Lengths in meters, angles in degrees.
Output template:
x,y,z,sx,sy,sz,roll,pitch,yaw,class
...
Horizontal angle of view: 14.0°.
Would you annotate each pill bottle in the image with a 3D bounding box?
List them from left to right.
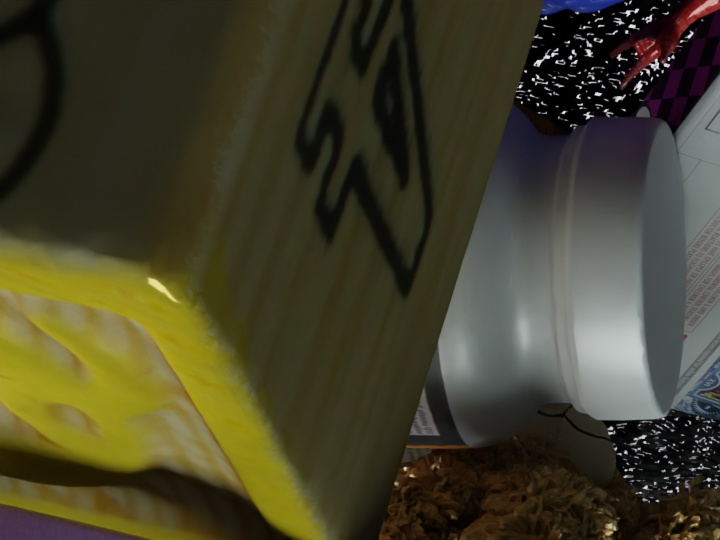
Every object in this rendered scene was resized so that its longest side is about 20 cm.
x,y,z,sx,sy,sz,roll,pitch,yaw,class
0.000,0.000,0.942,0.199,0.117,0.117,0,153,15,pill bottle

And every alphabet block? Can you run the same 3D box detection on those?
x,y,z,sx,sy,sz,roll,pitch,yaw,class
-0.076,-0.054,0.781,0.194,0.201,0.197,10,156,21,alphabet block

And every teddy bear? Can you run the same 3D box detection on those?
x,y,z,sx,sy,sz,roll,pitch,yaw,class
0.048,0.079,0.958,0.144,0.067,0.199,-3,-179,34,teddy bear

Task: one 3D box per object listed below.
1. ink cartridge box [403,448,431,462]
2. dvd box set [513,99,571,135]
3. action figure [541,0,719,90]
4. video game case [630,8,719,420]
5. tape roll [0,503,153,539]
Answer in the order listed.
x,y,z,sx,sy,sz,roll,pitch,yaw,class
-0.027,0.092,1.124,0.199,0.145,0.085,18,127,-32,ink cartridge box
0.028,-0.014,1.070,0.146,0.030,0.199,-22,142,40,dvd box set
0.081,-0.097,0.889,0.199,0.052,0.065,-13,143,26,action figure
0.168,-0.015,1.005,0.180,0.036,0.200,14,139,-18,video game case
-0.064,0.118,0.834,0.199,0.066,0.200,13,169,3,tape roll
